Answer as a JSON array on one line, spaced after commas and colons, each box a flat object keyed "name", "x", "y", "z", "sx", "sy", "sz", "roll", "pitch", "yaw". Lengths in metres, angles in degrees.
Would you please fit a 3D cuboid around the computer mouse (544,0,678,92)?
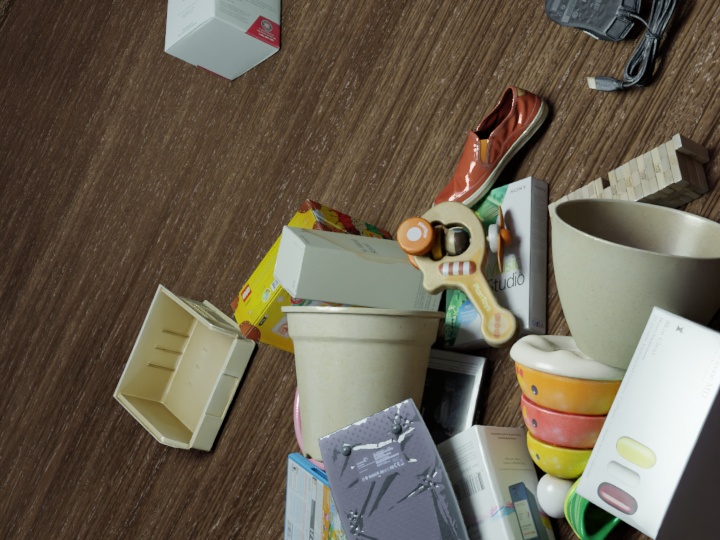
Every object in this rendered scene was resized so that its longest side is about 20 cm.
[{"name": "computer mouse", "x": 0.299, "y": -0.289, "z": 1.588, "sx": 0.200, "sy": 0.046, "sz": 0.141, "roll": 23, "pitch": 98, "yaw": 47}]

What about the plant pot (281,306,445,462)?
[{"name": "plant pot", "x": 0.001, "y": 0.138, "z": 1.573, "sx": 0.200, "sy": 0.200, "sz": 0.184, "roll": -2, "pitch": 86, "yaw": 50}]

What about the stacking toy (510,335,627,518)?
[{"name": "stacking toy", "x": 0.229, "y": 0.178, "z": 1.429, "sx": 0.146, "sy": 0.146, "sz": 0.201, "roll": 16, "pitch": 104, "yaw": 52}]

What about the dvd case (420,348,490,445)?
[{"name": "dvd case", "x": 0.074, "y": 0.197, "z": 1.627, "sx": 0.150, "sy": 0.025, "sz": 0.201, "roll": 7, "pitch": 80, "yaw": 30}]

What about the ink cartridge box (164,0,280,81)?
[{"name": "ink cartridge box", "x": -0.232, "y": -0.459, "z": 2.218, "sx": 0.144, "sy": 0.145, "sz": 0.201, "roll": -24, "pitch": 57, "yaw": 43}]

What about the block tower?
[{"name": "block tower", "x": 0.302, "y": -0.081, "z": 1.483, "sx": 0.200, "sy": 0.054, "sz": 0.058, "roll": -32, "pitch": 53, "yaw": 40}]

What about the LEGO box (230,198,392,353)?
[{"name": "LEGO box", "x": -0.061, "y": 0.019, "z": 1.804, "sx": 0.200, "sy": 0.149, "sz": 0.077, "roll": -52, "pitch": 39, "yaw": 22}]

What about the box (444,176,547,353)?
[{"name": "box", "x": 0.169, "y": -0.005, "z": 1.628, "sx": 0.144, "sy": 0.036, "sz": 0.201, "roll": -18, "pitch": 60, "yaw": 45}]

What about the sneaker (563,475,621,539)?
[{"name": "sneaker", "x": 0.284, "y": 0.206, "z": 1.357, "sx": 0.084, "sy": 0.074, "sz": 0.200, "roll": -93, "pitch": 27, "yaw": -66}]

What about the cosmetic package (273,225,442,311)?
[{"name": "cosmetic package", "x": 0.000, "y": 0.000, "z": 1.678, "sx": 0.104, "sy": 0.199, "sz": 0.073, "roll": -140, "pitch": 60, "yaw": -64}]

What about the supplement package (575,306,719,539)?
[{"name": "supplement package", "x": 0.330, "y": 0.160, "z": 1.264, "sx": 0.111, "sy": 0.156, "sz": 0.200, "roll": 26, "pitch": 95, "yaw": 51}]

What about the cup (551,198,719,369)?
[{"name": "cup", "x": 0.289, "y": 0.021, "z": 1.362, "sx": 0.200, "sy": 0.200, "sz": 0.144, "roll": 32, "pitch": 121, "yaw": 51}]

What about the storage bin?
[{"name": "storage bin", "x": -0.277, "y": 0.157, "z": 2.055, "sx": 0.198, "sy": 0.094, "sz": 0.200, "roll": 31, "pitch": 99, "yaw": 52}]

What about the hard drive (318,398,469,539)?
[{"name": "hard drive", "x": 0.043, "y": 0.258, "z": 1.448, "sx": 0.135, "sy": 0.042, "sz": 0.200, "roll": -26, "pitch": 73, "yaw": 14}]

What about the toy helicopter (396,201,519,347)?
[{"name": "toy helicopter", "x": 0.141, "y": 0.001, "z": 1.575, "sx": 0.132, "sy": 0.079, "sz": 0.200, "roll": -30, "pitch": 66, "yaw": 3}]

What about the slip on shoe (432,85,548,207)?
[{"name": "slip on shoe", "x": 0.155, "y": -0.151, "z": 1.658, "sx": 0.200, "sy": 0.061, "sz": 0.074, "roll": -51, "pitch": 24, "yaw": 9}]

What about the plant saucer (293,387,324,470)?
[{"name": "plant saucer", "x": -0.011, "y": 0.175, "z": 1.759, "sx": 0.200, "sy": 0.051, "sz": 0.201, "roll": -23, "pitch": 58, "yaw": 43}]

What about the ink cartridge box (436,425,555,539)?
[{"name": "ink cartridge box", "x": 0.136, "y": 0.295, "z": 1.480, "sx": 0.145, "sy": 0.087, "sz": 0.200, "roll": -35, "pitch": 58, "yaw": 38}]

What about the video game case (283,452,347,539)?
[{"name": "video game case", "x": -0.041, "y": 0.343, "z": 1.712, "sx": 0.200, "sy": 0.018, "sz": 0.144, "roll": 26, "pitch": 117, "yaw": 52}]
